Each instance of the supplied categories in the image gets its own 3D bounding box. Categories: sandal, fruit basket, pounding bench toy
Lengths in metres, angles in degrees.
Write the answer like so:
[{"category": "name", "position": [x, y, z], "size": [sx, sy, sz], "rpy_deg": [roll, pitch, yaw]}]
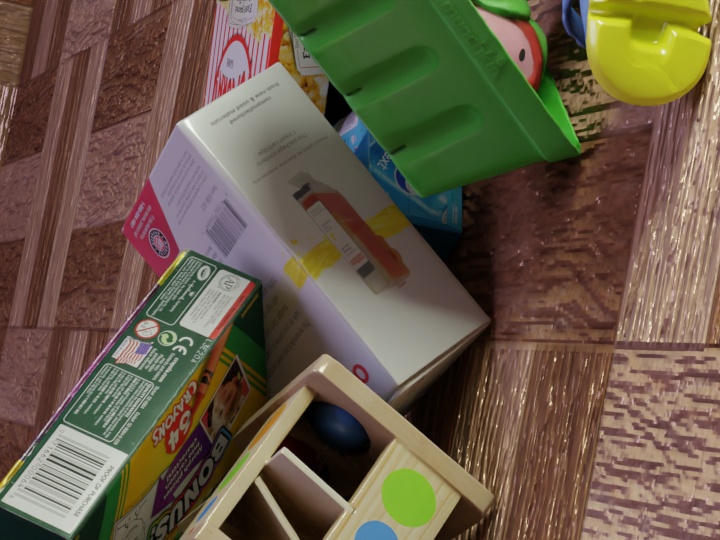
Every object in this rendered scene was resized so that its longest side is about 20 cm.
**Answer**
[{"category": "sandal", "position": [0.138, -0.181, 1.270], "size": [0.087, 0.079, 0.201], "rpy_deg": [-167, 90, -77]}, {"category": "fruit basket", "position": [0.065, -0.170, 1.385], "size": [0.156, 0.215, 0.216], "rpy_deg": [-104, 30, -57]}, {"category": "pounding bench toy", "position": [0.002, 0.171, 1.420], "size": [0.156, 0.200, 0.124], "rpy_deg": [-53, 6, -34]}]

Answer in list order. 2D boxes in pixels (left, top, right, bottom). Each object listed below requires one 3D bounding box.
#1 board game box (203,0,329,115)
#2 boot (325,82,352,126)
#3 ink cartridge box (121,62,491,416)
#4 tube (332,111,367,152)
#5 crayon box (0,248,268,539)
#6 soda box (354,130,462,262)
[{"category": "board game box", "position": [-0.062, -0.130, 1.724], "size": [0.151, 0.046, 0.201], "rpy_deg": [-152, 69, -70]}, {"category": "boot", "position": [-0.037, -0.065, 1.801], "size": [0.165, 0.065, 0.201], "rpy_deg": [-34, 49, 58]}, {"category": "ink cartridge box", "position": [-0.035, 0.003, 1.521], "size": [0.200, 0.083, 0.145], "rpy_deg": [51, 149, 8]}, {"category": "tube", "position": [0.038, -0.102, 1.617], "size": [0.200, 0.050, 0.078], "rpy_deg": [147, 132, -60]}, {"category": "crayon box", "position": [-0.124, 0.117, 1.466], "size": [0.200, 0.058, 0.173], "rpy_deg": [-54, -23, -33]}, {"category": "soda box", "position": [0.000, 0.000, 1.632], "size": [0.200, 0.064, 0.068], "rpy_deg": [121, 156, -50]}]
